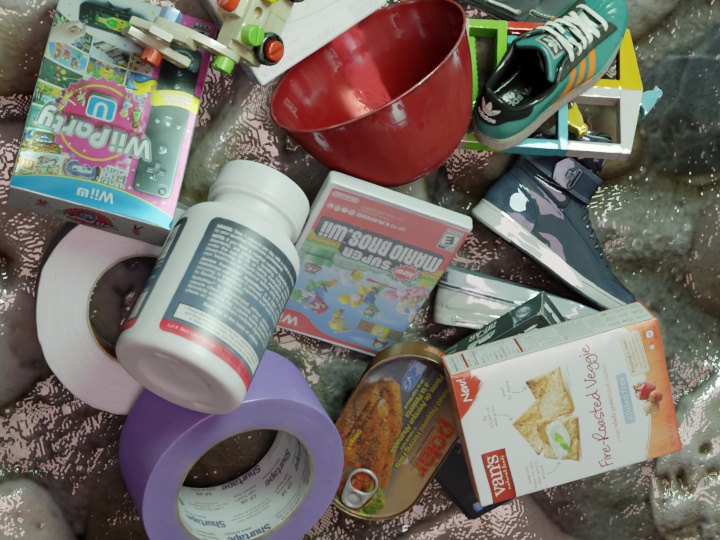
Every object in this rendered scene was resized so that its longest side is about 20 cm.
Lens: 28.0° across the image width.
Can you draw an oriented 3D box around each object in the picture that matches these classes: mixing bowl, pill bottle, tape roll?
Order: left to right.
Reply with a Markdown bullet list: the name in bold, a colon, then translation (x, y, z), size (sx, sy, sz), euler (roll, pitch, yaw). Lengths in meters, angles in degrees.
- **tape roll**: translation (-0.206, 0.032, 1.356), size (0.197, 0.066, 0.203), euler (-2, 99, -13)
- **pill bottle**: translation (-0.120, 0.011, 1.260), size (0.119, 0.119, 0.202), euler (32, 62, -16)
- **tape roll**: translation (-0.120, 0.177, 1.351), size (0.198, 0.085, 0.202), euler (-14, 128, -19)
- **mixing bowl**: translation (0.027, -0.148, 1.325), size (0.199, 0.200, 0.109), euler (-33, 120, -5)

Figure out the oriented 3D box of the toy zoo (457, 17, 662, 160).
- **toy zoo**: translation (0.190, -0.174, 1.387), size (0.197, 0.020, 0.133), euler (3, 72, -2)

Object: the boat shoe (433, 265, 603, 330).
- **boat shoe**: translation (0.166, 0.061, 1.441), size (0.199, 0.075, 0.087), euler (15, 96, -12)

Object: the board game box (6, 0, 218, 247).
- **board game box**: translation (-0.219, -0.139, 1.289), size (0.146, 0.064, 0.203), euler (15, 74, -13)

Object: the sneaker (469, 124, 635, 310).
- **sneaker**: translation (0.227, -0.055, 1.435), size (0.202, 0.077, 0.147), euler (36, 89, -18)

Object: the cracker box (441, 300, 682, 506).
- **cracker box**: translation (0.186, 0.123, 1.335), size (0.197, 0.058, 0.136), euler (-16, 107, -1)

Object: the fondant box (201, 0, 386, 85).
- **fondant box**: translation (-0.089, -0.294, 1.332), size (0.143, 0.058, 0.201), euler (-34, 104, -5)

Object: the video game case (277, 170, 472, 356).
- **video game case**: translation (0.000, 0.000, 1.360), size (0.141, 0.018, 0.201), euler (17, 134, -15)

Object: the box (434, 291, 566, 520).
- **box**: translation (0.143, 0.137, 1.420), size (0.199, 0.044, 0.161), euler (-31, 107, 23)

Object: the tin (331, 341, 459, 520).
- **tin**: translation (0.033, 0.157, 1.406), size (0.111, 0.042, 0.201), euler (31, 117, -1)

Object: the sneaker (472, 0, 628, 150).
- **sneaker**: translation (0.182, -0.198, 1.339), size (0.071, 0.080, 0.200), euler (40, 75, 14)

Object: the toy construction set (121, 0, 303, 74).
- **toy construction set**: translation (-0.113, -0.251, 1.251), size (0.131, 0.092, 0.201), euler (29, 96, -45)

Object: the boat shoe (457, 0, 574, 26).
- **boat shoe**: translation (0.147, -0.275, 1.386), size (0.198, 0.062, 0.074), euler (13, 94, -15)
